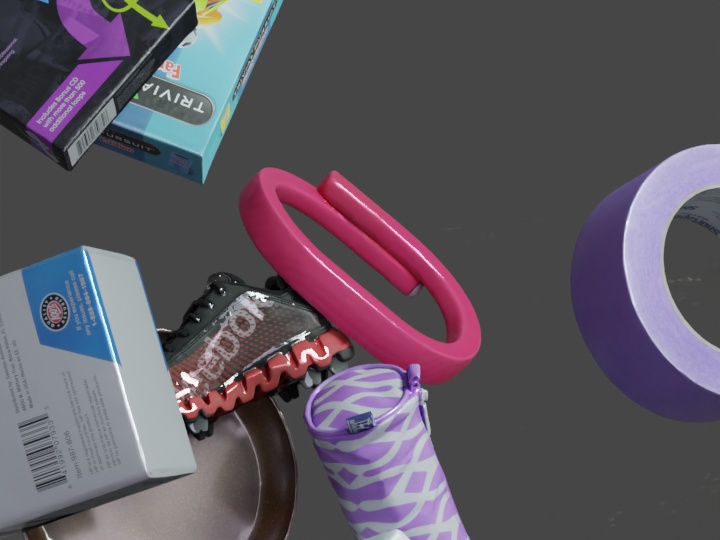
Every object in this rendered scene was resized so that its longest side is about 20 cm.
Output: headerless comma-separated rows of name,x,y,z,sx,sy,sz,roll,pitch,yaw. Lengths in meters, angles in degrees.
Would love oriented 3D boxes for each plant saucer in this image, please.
plant saucer,-0.140,0.139,1.285,0.199,0.032,0.201,7,73,-22

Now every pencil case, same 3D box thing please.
pencil case,0.030,0.153,1.282,0.085,0.084,0.201,-21,120,0

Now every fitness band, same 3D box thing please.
fitness band,0.000,0.000,1.336,0.200,0.037,0.144,39,24,-10

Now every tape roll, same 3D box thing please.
tape roll,0.267,0.011,1.466,0.199,0.085,0.201,6,72,-20

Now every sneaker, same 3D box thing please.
sneaker,-0.103,0.058,1.269,0.200,0.071,0.098,-23,85,-29

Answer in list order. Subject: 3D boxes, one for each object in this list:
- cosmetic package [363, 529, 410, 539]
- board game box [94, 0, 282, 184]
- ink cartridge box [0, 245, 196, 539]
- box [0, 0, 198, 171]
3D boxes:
cosmetic package,0.008,0.300,1.227,0.200,0.165,0.165,47,63,-5
board game box,-0.143,-0.178,1.341,0.150,0.047,0.201,20,67,4
ink cartridge box,-0.221,0.087,1.179,0.199,0.084,0.145,-20,81,15
box,-0.231,-0.175,1.290,0.200,0.036,0.143,32,69,14
